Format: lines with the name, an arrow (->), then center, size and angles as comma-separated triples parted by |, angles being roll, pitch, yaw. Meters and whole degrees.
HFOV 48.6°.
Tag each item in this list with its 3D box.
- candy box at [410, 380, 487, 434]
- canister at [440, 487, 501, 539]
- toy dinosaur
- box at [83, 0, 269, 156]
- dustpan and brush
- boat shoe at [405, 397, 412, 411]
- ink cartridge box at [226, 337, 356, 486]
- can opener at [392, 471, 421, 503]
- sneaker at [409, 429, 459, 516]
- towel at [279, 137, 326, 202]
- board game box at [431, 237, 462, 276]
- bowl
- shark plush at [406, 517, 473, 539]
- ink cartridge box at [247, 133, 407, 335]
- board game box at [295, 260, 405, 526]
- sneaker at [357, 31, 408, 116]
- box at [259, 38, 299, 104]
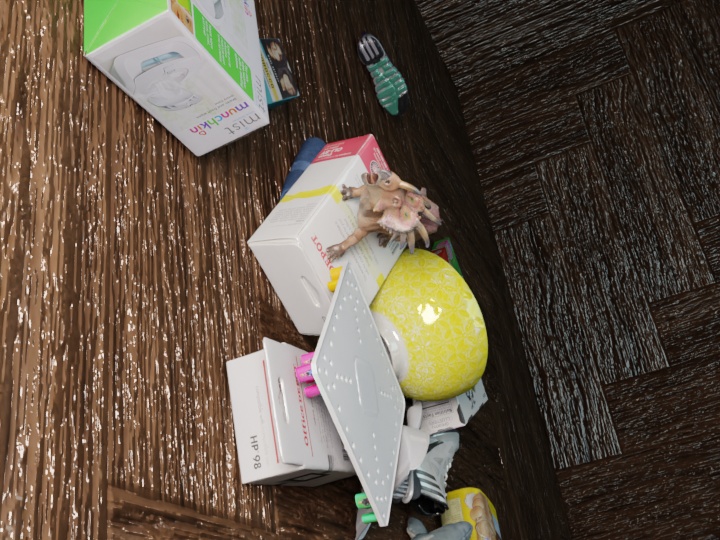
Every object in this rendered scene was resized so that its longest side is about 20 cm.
candy box -> 0.114, 0.122, 1.181 | 0.167, 0.070, 0.204 | -11, 83, -70
canister -> 0.186, 0.466, 1.259 | 0.149, 0.085, 0.203 | 54, 22, -47
toy dinosaur -> 0.048, -0.062, 0.880 | 0.198, 0.133, 0.088 | -9, 94, -53
box -> -0.179, -0.249, 0.780 | 0.176, 0.095, 0.204 | 43, 32, -55
dustpan and brush -> 0.051, 0.220, 0.969 | 0.056, 0.141, 0.202 | 24, 32, -12
boat shoe -> 0.088, 0.192, 1.252 | 0.066, 0.071, 0.202 | -82, 149, -49
ink cartridge box -> -0.069, 0.143, 0.775 | 0.200, 0.065, 0.118 | 37, 38, -64
can opener -> 0.029, 0.217, 1.051 | 0.067, 0.052, 0.203 | -65, 136, -61
sneaker -> 0.102, 0.301, 1.182 | 0.199, 0.074, 0.118 | 14, 59, -61
towel -> -0.066, -0.097, 1.080 | 0.201, 0.048, 0.113 | -78, 148, -58
board game box -> 0.208, 0.023, 1.888 | 0.200, 0.040, 0.156 | -57, 128, -70
bowl -> 0.053, 0.085, 1.006 | 0.106, 0.199, 0.204 | -24, 97, -35
shark plush -> 0.095, 0.371, 1.053 | 0.200, 0.082, 0.093 | 29, 45, -67
ink cartridge box -> -0.028, -0.043, 0.957 | 0.201, 0.082, 0.147 | -56, 130, -39
board game box -> -0.004, 0.124, 0.835 | 0.201, 0.025, 0.203 | -73, 146, -60
sneaker -> 0.057, -0.459, 1.845 | 0.088, 0.073, 0.202 | -91, 157, -58
box -> -0.136, -0.241, 0.995 | 0.200, 0.048, 0.084 | -55, 126, -70
